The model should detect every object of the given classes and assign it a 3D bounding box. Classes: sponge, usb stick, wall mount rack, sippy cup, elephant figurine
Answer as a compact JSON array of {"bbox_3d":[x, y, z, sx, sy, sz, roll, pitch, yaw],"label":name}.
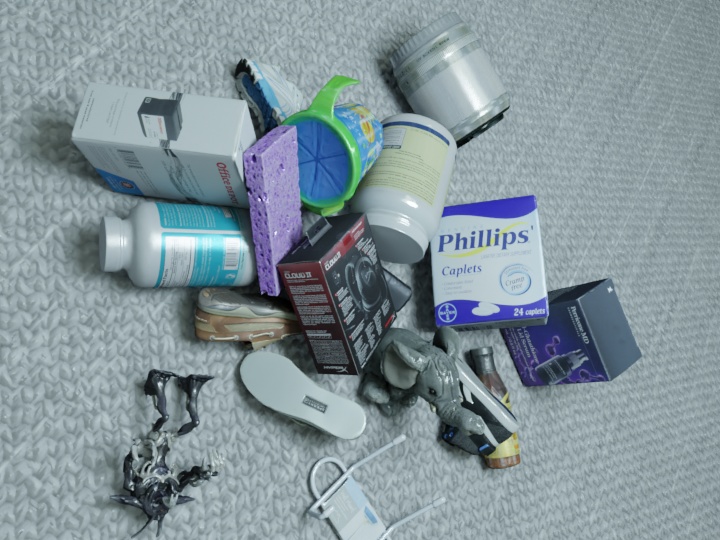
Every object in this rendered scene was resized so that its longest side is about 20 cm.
[{"bbox_3d":[-0.112,-0.080,0.831,0.112,0.029,0.203,-60,153,-56],"label":"sponge"},{"bbox_3d":[0.000,0.000,0.988,0.199,0.055,0.033,36,20,-23],"label":"usb stick"},{"bbox_3d":[0.023,0.346,0.908,0.173,0.074,0.201,-36,98,-32],"label":"wall mount rack"},{"bbox_3d":[-0.034,-0.177,0.884,0.140,0.177,0.130,50,42,-4],"label":"sippy cup"},{"bbox_3d":[0.098,0.148,0.927,0.155,0.199,0.142,42,61,-15],"label":"elephant figurine"}]

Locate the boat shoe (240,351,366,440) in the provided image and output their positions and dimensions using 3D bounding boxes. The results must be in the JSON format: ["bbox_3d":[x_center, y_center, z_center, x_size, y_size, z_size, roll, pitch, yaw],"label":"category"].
[{"bbox_3d":[-0.085,0.187,0.885,0.198,0.064,0.071,30,68,5],"label":"boat shoe"}]

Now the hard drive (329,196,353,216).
[{"bbox_3d":[-0.040,-0.155,1.024,0.199,0.025,0.133,39,62,-17],"label":"hard drive"}]

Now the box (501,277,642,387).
[{"bbox_3d":[0.364,0.114,1.092,0.103,0.199,0.150,-23,90,-32],"label":"box"}]

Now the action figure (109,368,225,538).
[{"bbox_3d":[-0.239,0.228,0.769,0.118,0.101,0.203,17,68,-38],"label":"action figure"}]

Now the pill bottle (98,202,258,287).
[{"bbox_3d":[-0.240,-0.034,0.825,0.197,0.110,0.113,1,77,-30],"label":"pill bottle"}]

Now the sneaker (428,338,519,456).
[{"bbox_3d":[0.155,0.220,1.021,0.200,0.112,0.073,47,11,18],"label":"sneaker"}]

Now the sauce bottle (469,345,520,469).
[{"bbox_3d":[0.228,0.233,1.062,0.065,0.066,0.203,-6,83,-31],"label":"sauce bottle"}]

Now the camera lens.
[{"bbox_3d":[0.162,-0.331,1.108,0.159,0.159,0.201,-36,97,-32],"label":"camera lens"}]

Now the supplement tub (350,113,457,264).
[{"bbox_3d":[0.066,-0.128,0.979,0.144,0.145,0.202,27,66,-22],"label":"supplement tub"}]

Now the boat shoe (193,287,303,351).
[{"bbox_3d":[-0.149,0.075,0.884,0.198,0.076,0.073,12,101,-37],"label":"boat shoe"}]

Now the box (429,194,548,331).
[{"bbox_3d":[0.211,-0.007,1.032,0.181,0.105,0.203,-6,77,14],"label":"box"}]

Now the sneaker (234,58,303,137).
[{"bbox_3d":[-0.117,-0.247,0.959,0.086,0.075,0.202,-16,75,-35],"label":"sneaker"}]

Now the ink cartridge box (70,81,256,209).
[{"bbox_3d":[-0.237,-0.156,0.792,0.197,0.145,0.085,7,71,2],"label":"ink cartridge box"}]

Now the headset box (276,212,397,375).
[{"bbox_3d":[-0.029,0.023,0.881,0.149,0.076,0.202,-51,129,-50],"label":"headset box"}]
